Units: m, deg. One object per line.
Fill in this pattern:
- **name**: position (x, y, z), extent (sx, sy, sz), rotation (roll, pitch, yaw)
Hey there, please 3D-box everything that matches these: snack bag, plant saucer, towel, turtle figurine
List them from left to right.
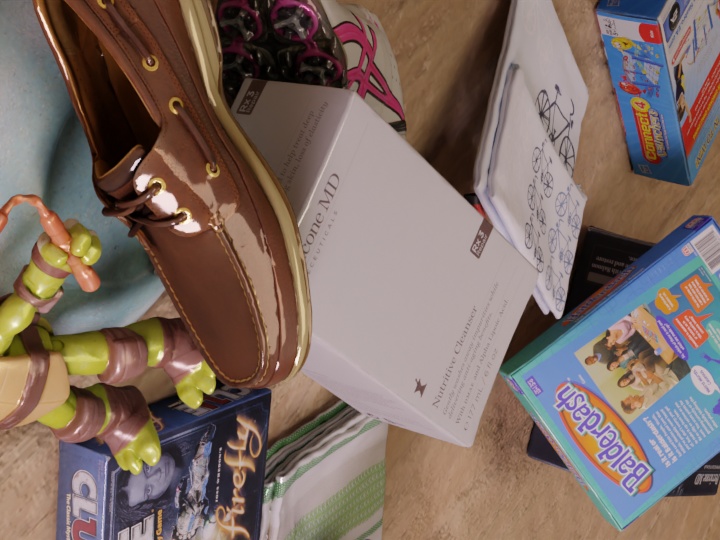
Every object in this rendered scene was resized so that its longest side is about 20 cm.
- **turtle figurine**: position (-0.150, 0.054, 0.629), extent (0.161, 0.064, 0.201), rotation (12, 113, -50)
- **plant saucer**: position (-0.120, -0.047, 0.676), extent (0.201, 0.038, 0.203), rotation (-31, 128, -50)
- **towel**: position (-0.022, 0.187, 0.942), extent (0.149, 0.030, 0.202), rotation (-29, 126, -49)
- **snack bag**: position (0.130, -0.094, 1.036), extent (0.189, 0.021, 0.202), rotation (52, 45, -54)

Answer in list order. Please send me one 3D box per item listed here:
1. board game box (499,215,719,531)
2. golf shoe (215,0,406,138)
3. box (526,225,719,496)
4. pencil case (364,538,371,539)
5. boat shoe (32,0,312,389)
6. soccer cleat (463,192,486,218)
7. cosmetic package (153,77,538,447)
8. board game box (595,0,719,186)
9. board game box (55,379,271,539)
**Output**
- **board game box**: position (0.229, 0.078, 1.127), extent (0.199, 0.045, 0.153), rotation (-37, 97, -5)
- **golf shoe**: position (-0.024, -0.113, 0.783), extent (0.200, 0.072, 0.093), rotation (63, 36, -58)
- **box**: position (0.254, 0.084, 1.264), extent (0.196, 0.117, 0.202), rotation (13, 93, -59)
- **pencil case**: position (-0.023, 0.261, 0.877), extent (0.078, 0.087, 0.201), rotation (38, 83, -11)
- **boat shoe**: position (-0.083, -0.040, 0.612), extent (0.067, 0.072, 0.202), rotation (-27, 100, -47)
- **soccer cleat**: position (0.025, 0.014, 0.910), extent (0.200, 0.068, 0.086), rotation (-34, 123, -54)
- **cosmetic package**: position (0.000, 0.000, 0.750), extent (0.200, 0.081, 0.114), rotation (37, 71, -49)
- **board game box**: position (0.278, -0.212, 1.232), extent (0.201, 0.055, 0.196), rotation (-58, 145, -26)
- **board game box**: position (-0.108, 0.171, 0.791), extent (0.135, 0.034, 0.202), rotation (-18, 117, -54)
